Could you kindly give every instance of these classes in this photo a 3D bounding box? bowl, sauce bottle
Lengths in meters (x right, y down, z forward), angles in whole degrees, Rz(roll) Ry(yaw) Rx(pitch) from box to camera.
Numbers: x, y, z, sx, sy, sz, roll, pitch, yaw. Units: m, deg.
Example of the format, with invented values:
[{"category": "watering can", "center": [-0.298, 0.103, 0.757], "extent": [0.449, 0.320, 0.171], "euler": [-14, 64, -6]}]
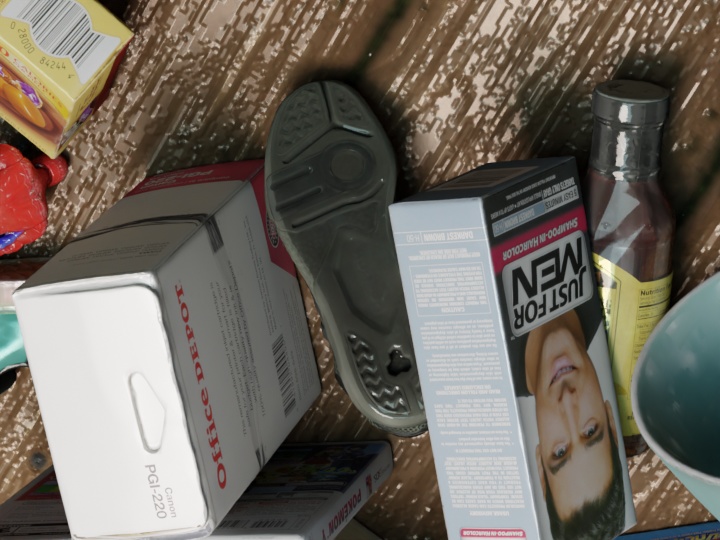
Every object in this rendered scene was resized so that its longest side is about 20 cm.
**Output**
[{"category": "bowl", "center": [0.247, 0.080, 1.447], "extent": [0.200, 0.201, 0.105], "euler": [-9, 126, 18]}, {"category": "sauce bottle", "center": [0.134, -0.001, 1.504], "extent": [0.066, 0.066, 0.201], "euler": [7, 109, 13]}]

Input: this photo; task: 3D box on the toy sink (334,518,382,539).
[{"category": "toy sink", "center": [-0.049, 0.247, 1.612], "extent": [0.130, 0.112, 0.200], "euler": [37, 114, 1]}]

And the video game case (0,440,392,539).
[{"category": "video game case", "center": [-0.099, 0.130, 1.546], "extent": [0.199, 0.182, 0.023], "euler": [-3, 102, 16]}]

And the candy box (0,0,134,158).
[{"category": "candy box", "center": [-0.218, -0.156, 1.513], "extent": [0.200, 0.117, 0.057], "euler": [39, 72, -2]}]

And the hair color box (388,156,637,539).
[{"category": "hair color box", "center": [0.080, 0.051, 1.455], "extent": [0.060, 0.099, 0.201], "euler": [-3, 103, 35]}]

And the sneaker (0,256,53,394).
[{"category": "sneaker", "center": [-0.240, 0.039, 1.613], "extent": [0.199, 0.071, 0.080], "euler": [-2, 104, 14]}]

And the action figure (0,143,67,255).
[{"category": "action figure", "center": [-0.249, -0.018, 1.550], "extent": [0.099, 0.200, 0.066], "euler": [2, 117, 47]}]

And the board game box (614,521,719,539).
[{"category": "board game box", "center": [0.172, 0.247, 1.583], "extent": [0.195, 0.056, 0.201], "euler": [-11, 105, 19]}]

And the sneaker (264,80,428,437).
[{"category": "sneaker", "center": [0.000, 0.000, 1.534], "extent": [0.076, 0.114, 0.200], "euler": [-20, 75, -4]}]

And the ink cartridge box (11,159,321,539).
[{"category": "ink cartridge box", "center": [-0.098, 0.041, 1.505], "extent": [0.084, 0.200, 0.146], "euler": [-7, 107, 17]}]
